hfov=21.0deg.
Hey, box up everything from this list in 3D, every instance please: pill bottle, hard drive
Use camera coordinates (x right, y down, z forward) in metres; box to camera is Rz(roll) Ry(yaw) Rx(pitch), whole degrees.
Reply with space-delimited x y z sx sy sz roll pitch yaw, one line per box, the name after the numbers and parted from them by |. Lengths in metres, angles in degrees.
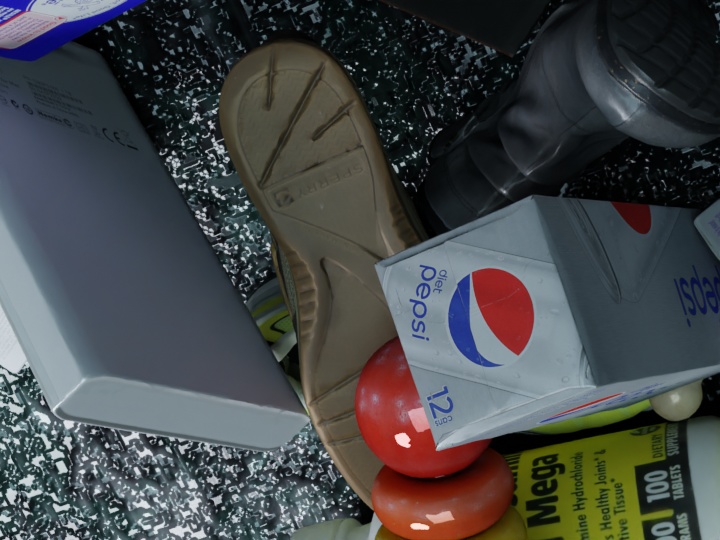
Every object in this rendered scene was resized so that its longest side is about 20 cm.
0.073 0.135 0.843 0.199 0.113 0.113 -13 108 13 | pill bottle
-0.107 -0.022 0.751 0.026 0.132 0.201 -42 60 20 | hard drive

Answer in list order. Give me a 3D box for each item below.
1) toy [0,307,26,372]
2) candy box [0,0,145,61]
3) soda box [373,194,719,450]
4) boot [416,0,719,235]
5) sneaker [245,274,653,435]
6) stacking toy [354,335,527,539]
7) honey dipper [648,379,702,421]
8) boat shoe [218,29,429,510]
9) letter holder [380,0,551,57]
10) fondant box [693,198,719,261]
-0.203 -0.054 0.850 0.199 0.047 0.115 35 116 -10 | toy
-0.105 -0.199 0.696 0.169 0.077 0.201 -20 75 37 | candy box
0.081 0.016 0.709 0.063 0.200 0.069 -23 80 24 | soda box
0.076 -0.049 0.728 0.070 0.200 0.132 43 107 -4 | boot
0.042 0.045 0.833 0.199 0.076 0.076 0 109 7 | sneaker
0.039 0.117 0.733 0.085 0.085 0.201 -4 112 11 | stacking toy
0.179 -0.021 0.788 0.038 0.038 0.201 33 101 -4 | honey dipper
0.000 0.000 0.764 0.072 0.072 0.201 -21 105 7 | boat shoe
0.049 -0.212 0.734 0.100 0.142 0.200 18 117 -33 | letter holder
0.252 -0.021 0.752 0.200 0.058 0.144 -39 113 7 | fondant box
